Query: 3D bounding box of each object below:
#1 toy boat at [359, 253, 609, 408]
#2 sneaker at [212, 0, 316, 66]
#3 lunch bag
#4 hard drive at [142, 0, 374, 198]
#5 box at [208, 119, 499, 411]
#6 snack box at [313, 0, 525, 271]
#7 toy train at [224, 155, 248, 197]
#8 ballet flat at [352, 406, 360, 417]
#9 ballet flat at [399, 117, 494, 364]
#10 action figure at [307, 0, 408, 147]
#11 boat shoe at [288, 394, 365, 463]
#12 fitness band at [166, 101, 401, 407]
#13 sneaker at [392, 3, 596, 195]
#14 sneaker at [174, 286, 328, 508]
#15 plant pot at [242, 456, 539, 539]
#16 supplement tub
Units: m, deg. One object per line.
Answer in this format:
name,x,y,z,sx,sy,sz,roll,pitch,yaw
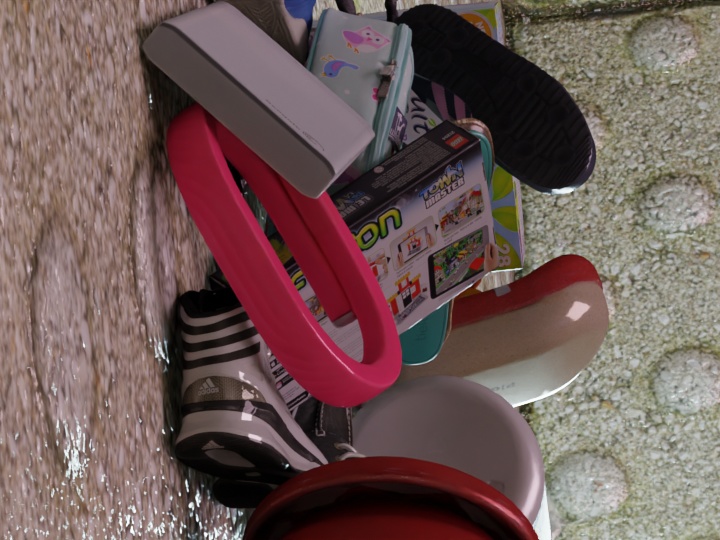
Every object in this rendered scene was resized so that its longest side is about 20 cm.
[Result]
toy boat,0.078,0.031,1.990,0.131,0.199,0.131,79,-6,-65
sneaker,-0.060,-0.224,1.768,0.200,0.076,0.112,81,13,-55
lunch bag,-0.012,-0.071,1.833,0.200,0.077,0.161,102,3,-47
hard drive,-0.057,-0.106,1.625,0.132,0.027,0.200,41,12,-1
box,0.000,0.000,1.729,0.035,0.200,0.110,33,-33,40
snack box,0.033,-0.095,2.052,0.068,0.168,0.201,-67,152,-78
toy train,-0.082,-0.086,1.707,0.200,0.034,0.046,-75,147,-67
ballet flat,-0.005,0.131,2.038,0.069,0.069,0.201,49,37,-78
ballet flat,0.041,-0.029,1.837,0.065,0.070,0.200,-116,-146,-49
action figure,-0.011,-0.157,1.946,0.102,0.119,0.201,23,81,-52
boat shoe,-0.022,0.140,1.721,0.072,0.071,0.201,48,40,-44
fitness band,-0.045,-0.011,1.577,0.200,0.037,0.144,59,19,3
sneaker,0.100,-0.107,1.855,0.200,0.070,0.082,47,-3,37
sneaker,-0.058,0.071,1.596,0.201,0.075,0.116,57,30,-69
plant pot,0.014,0.222,1.536,0.201,0.200,0.183,77,15,-47
supplement tub,0.059,0.173,1.873,0.200,0.144,0.145,75,12,-64
